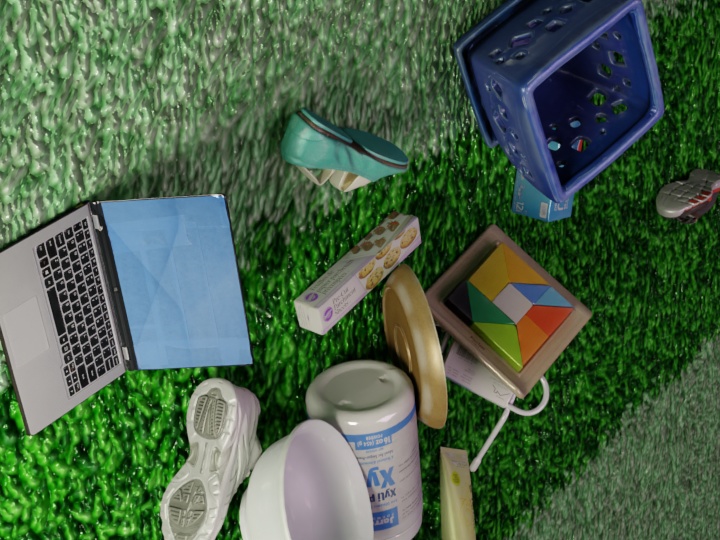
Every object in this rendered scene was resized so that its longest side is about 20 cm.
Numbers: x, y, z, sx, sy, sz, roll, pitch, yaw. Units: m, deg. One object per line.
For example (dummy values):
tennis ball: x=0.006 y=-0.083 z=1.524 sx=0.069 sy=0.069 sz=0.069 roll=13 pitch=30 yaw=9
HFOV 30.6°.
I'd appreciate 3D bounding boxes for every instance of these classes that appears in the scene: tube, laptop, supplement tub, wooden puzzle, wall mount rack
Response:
tube: x=0.136 y=0.350 z=1.846 sx=0.058 sy=0.051 sz=0.202 roll=118 pitch=-29 yaw=-73
laptop: x=-0.217 y=0.042 z=1.210 sx=0.200 sy=0.115 sz=0.189 roll=-36 pitch=130 yaw=-40
supplement tub: x=0.007 y=0.222 z=1.577 sx=0.132 sy=0.131 sz=0.202 roll=-34 pitch=129 yaw=-41
wooden puzzle: x=0.195 y=0.046 z=1.732 sx=0.200 sy=0.185 sz=0.037 roll=-43 pitch=172 yaw=-38
wall mount rack: x=0.139 y=0.157 z=1.730 sx=0.175 sy=0.198 sz=0.075 roll=-65 pitch=-174 yaw=-14

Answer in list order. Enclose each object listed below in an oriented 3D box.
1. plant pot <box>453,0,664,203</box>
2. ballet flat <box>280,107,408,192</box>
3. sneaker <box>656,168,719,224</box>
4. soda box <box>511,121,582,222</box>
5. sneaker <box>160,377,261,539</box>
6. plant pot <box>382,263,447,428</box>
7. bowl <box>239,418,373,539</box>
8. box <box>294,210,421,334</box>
plant pot: x=0.235 y=-0.238 z=1.628 sx=0.199 sy=0.180 sz=0.201 roll=-39 pitch=135 yaw=-13
ballet flat: x=-0.024 y=-0.125 z=1.460 sx=0.071 sy=0.067 sz=0.199 roll=-53 pitch=148 yaw=15
sneaker: x=0.564 y=-0.109 z=2.249 sx=0.199 sy=0.077 sz=0.083 roll=-26 pitch=130 yaw=-45
soda box: x=0.264 y=-0.174 z=1.819 sx=0.068 sy=0.064 sz=0.202 roll=-13 pitch=115 yaw=-51
sneaker: x=-0.147 y=0.219 z=1.416 sx=0.099 sy=0.077 sz=0.202 roll=16 pitch=92 yaw=-58
plant pot: x=0.060 y=0.093 z=1.576 sx=0.027 sy=0.200 sz=0.202 roll=-13 pitch=121 yaw=-11
bowl: x=-0.069 y=0.270 z=1.431 sx=0.201 sy=0.090 sz=0.203 roll=44 pitch=38 yaw=-49
box: x=0.000 y=0.000 z=1.553 sx=0.200 sy=0.038 sz=0.042 roll=-42 pitch=134 yaw=-36
